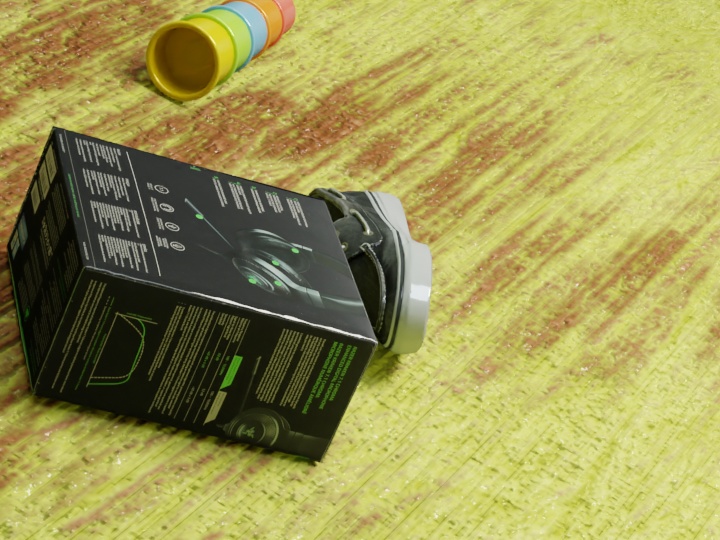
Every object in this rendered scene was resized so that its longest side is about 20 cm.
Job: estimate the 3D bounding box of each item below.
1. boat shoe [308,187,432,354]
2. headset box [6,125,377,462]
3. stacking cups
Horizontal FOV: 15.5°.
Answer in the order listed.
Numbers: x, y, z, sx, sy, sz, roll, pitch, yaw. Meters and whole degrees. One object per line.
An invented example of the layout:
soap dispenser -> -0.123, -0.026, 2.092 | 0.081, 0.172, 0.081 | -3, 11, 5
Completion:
boat shoe -> 0.000, 0.000, 1.748 | 0.071, 0.072, 0.200 | 8, 18, -13
headset box -> -0.098, 0.014, 1.587 | 0.200, 0.093, 0.174 | 14, 27, -22
stacking cups -> -0.099, -0.175, 2.011 | 0.060, 0.061, 0.200 | 29, 21, 10
